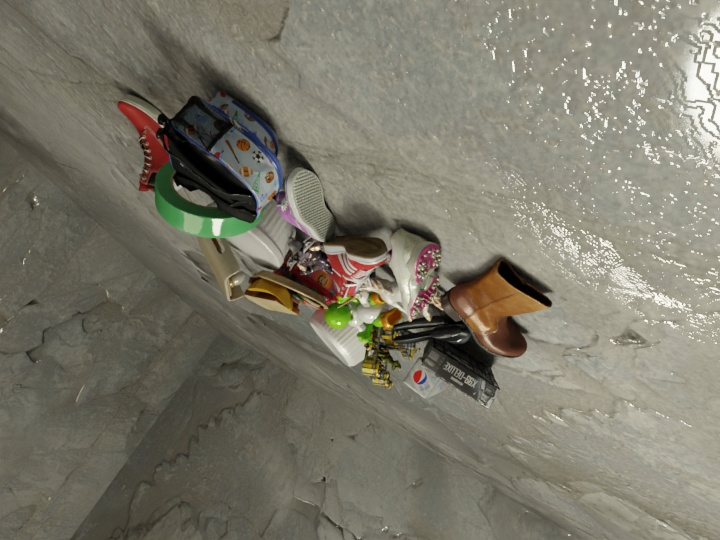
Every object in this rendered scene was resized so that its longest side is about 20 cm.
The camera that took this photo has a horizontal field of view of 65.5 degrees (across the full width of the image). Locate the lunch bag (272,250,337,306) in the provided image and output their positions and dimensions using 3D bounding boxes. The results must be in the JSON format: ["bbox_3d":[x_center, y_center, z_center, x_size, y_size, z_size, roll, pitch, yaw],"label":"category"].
[{"bbox_3d":[-0.127,0.028,1.395,0.175,0.082,0.200,33,160,-11],"label":"lunch bag"}]

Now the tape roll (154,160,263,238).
[{"bbox_3d":[-0.278,-0.143,1.044,0.199,0.201,0.048,29,132,13],"label":"tape roll"}]

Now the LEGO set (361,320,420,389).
[{"bbox_3d":[0.082,0.211,1.364,0.115,0.155,0.200,5,153,15],"label":"LEGO set"}]

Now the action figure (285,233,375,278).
[{"bbox_3d":[-0.069,-0.017,1.170,0.199,0.070,0.130,30,145,-17],"label":"action figure"}]

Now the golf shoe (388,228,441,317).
[{"bbox_3d":[0.091,0.004,0.990,0.091,0.075,0.201,39,151,27],"label":"golf shoe"}]

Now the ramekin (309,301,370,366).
[{"bbox_3d":[-0.050,0.165,1.492,0.202,0.094,0.203,46,167,14],"label":"ramekin"}]

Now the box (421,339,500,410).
[{"bbox_3d":[0.210,0.207,1.195,0.157,0.050,0.200,32,-174,5],"label":"box"}]

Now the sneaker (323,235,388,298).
[{"bbox_3d":[0.000,0.000,1.036,0.200,0.071,0.113,17,124,62],"label":"sneaker"}]

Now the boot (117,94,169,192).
[{"bbox_3d":[-0.438,-0.246,1.141,0.200,0.145,0.072,42,161,-18],"label":"boot"}]

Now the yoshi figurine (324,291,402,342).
[{"bbox_3d":[-0.008,0.098,1.270,0.112,0.113,0.199,33,152,-29],"label":"yoshi figurine"}]

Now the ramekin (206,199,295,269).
[{"bbox_3d":[-0.230,-0.099,1.206,0.201,0.095,0.203,30,161,11],"label":"ramekin"}]

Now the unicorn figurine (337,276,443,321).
[{"bbox_3d":[0.075,0.051,1.118,0.199,0.074,0.137,-27,124,37],"label":"unicorn figurine"}]

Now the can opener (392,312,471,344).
[{"bbox_3d":[0.144,0.116,1.134,0.199,0.064,0.078,-8,155,45],"label":"can opener"}]

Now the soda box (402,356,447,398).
[{"bbox_3d":[0.165,0.238,1.279,0.063,0.069,0.200,34,-172,21],"label":"soda box"}]

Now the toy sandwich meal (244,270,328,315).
[{"bbox_3d":[-0.171,0.063,1.267,0.204,0.071,0.205,23,170,4],"label":"toy sandwich meal"}]

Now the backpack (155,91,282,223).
[{"bbox_3d":[-0.219,-0.180,0.932,0.190,0.154,0.200,42,164,3],"label":"backpack"}]

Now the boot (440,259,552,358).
[{"bbox_3d":[0.252,0.068,0.934,0.188,0.069,0.200,44,153,-4],"label":"boot"}]

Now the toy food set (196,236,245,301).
[{"bbox_3d":[-0.288,-0.029,1.182,0.144,0.060,0.200,60,162,11],"label":"toy food set"}]

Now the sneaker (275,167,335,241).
[{"bbox_3d":[-0.124,-0.128,1.026,0.114,0.073,0.201,29,160,23],"label":"sneaker"}]
